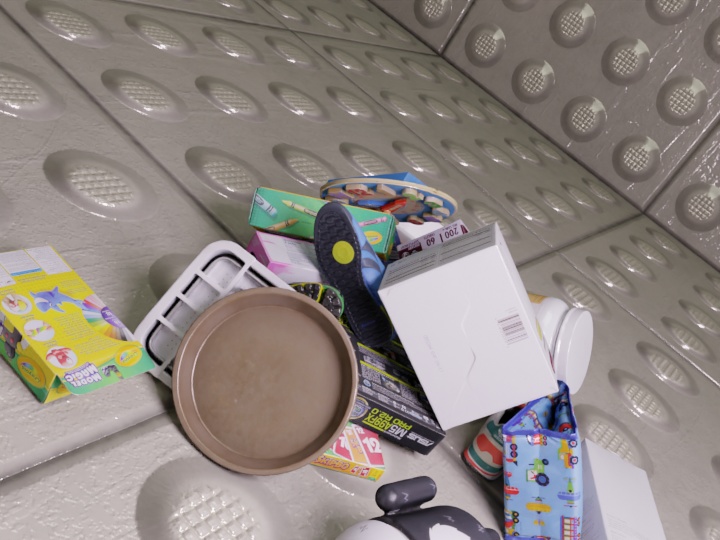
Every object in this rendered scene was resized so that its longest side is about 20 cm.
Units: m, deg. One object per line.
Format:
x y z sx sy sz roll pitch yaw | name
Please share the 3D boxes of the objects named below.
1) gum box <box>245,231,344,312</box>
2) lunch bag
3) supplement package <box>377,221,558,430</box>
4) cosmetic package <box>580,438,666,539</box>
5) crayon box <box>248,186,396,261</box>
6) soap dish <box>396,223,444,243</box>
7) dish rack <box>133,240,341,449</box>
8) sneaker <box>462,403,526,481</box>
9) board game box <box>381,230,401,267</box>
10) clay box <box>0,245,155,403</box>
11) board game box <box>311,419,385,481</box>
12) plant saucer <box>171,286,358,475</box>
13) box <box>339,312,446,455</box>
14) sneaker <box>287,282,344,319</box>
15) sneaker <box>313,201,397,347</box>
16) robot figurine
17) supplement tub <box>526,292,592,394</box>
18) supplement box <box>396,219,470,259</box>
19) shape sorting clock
-0.083 0.025 1.068 0.200 0.114 0.066 12 33 -37 | gum box
0.250 0.241 1.023 0.094 0.151 0.200 1 12 22 | lunch bag
0.137 0.068 0.982 0.200 0.155 0.111 64 15 -14 | supplement package
0.337 0.335 1.055 0.113 0.081 0.200 30 25 -7 | cosmetic package
-0.051 -0.065 1.138 0.199 0.058 0.119 13 -4 5 | crayon box
0.120 -0.026 1.416 0.200 0.081 0.157 39 27 11 | soap dish
-0.137 0.084 0.890 0.200 0.172 0.044 37 -10 7 | dish rack
0.219 0.219 1.100 0.070 0.093 0.200 42 28 17 | sneaker
-0.036 -0.041 1.242 0.199 0.035 0.136 3 34 -10 | board game box
-0.320 0.059 0.820 0.200 0.048 0.115 44 28 17 | clay box
-0.030 0.169 0.985 0.095 0.030 0.200 22 27 -25 | board game box
-0.102 0.118 0.847 0.200 0.200 0.029 36 -10 6 | plant saucer
0.010 0.134 1.011 0.200 0.044 0.160 29 25 -23 | box
-0.115 0.054 0.966 0.199 0.078 0.085 -3 1 10 | sneaker
0.000 0.000 1.025 0.200 0.066 0.078 66 28 -11 | sneaker
0.056 0.295 0.756 0.200 0.125 0.150 7 34 -43 | robot figurine
0.230 0.103 1.171 0.200 0.145 0.145 10 13 31 | supplement tub
0.130 0.039 1.128 0.061 0.109 0.200 41 30 -56 | supplement box
0.040 -0.096 1.129 0.200 0.200 0.039 18 74 -29 | shape sorting clock
